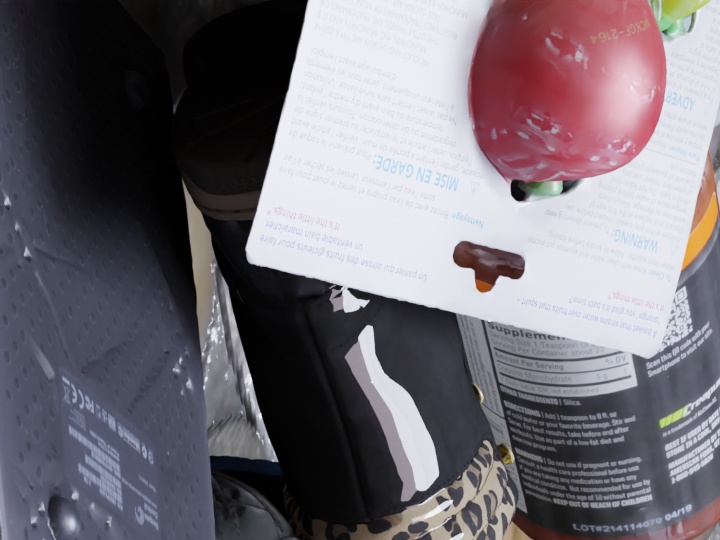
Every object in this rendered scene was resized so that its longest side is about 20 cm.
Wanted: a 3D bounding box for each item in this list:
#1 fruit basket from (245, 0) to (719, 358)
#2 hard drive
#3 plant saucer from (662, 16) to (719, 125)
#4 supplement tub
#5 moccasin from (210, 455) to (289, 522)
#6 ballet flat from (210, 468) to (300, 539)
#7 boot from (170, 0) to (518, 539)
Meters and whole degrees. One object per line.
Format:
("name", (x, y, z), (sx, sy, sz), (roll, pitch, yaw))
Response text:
("fruit basket", (0.047, -0.086, 0.785), (0.185, 0.094, 0.200), (12, 96, -50))
("hard drive", (-0.080, 0.008, 0.736), (0.135, 0.042, 0.200), (48, 31, -59))
("plant saucer", (0.122, -0.135, 0.966), (0.200, 0.027, 0.201), (10, 90, -70))
("supplement tub", (0.083, 0.004, 1.075), (0.107, 0.107, 0.200), (-58, 146, -40))
("moccasin", (-0.025, 0.097, 0.923), (0.200, 0.080, 0.068), (8, 76, -52))
("ballet flat", (-0.084, 0.144, 0.807), (0.200, 0.057, 0.066), (-56, 158, -7))
("boot", (0.000, 0.000, 0.866), (0.200, 0.073, 0.151), (-81, 157, -71))
